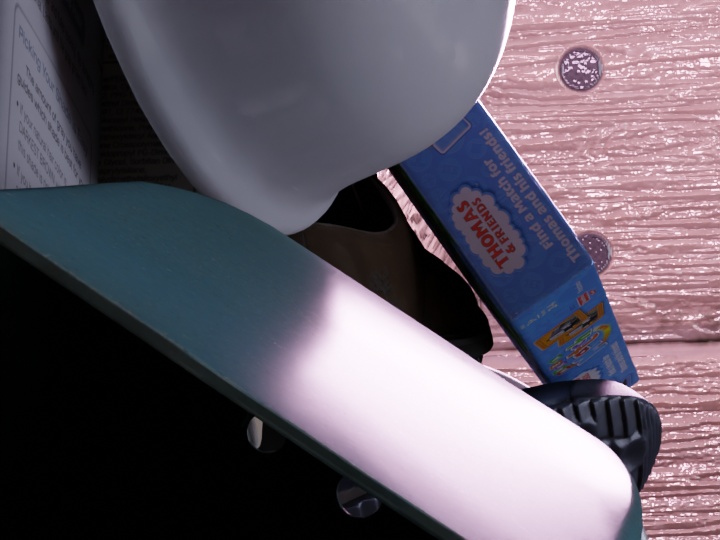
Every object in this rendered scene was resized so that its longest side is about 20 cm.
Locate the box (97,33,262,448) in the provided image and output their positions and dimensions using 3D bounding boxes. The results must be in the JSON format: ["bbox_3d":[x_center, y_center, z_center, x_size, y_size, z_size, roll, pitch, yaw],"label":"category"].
[{"bbox_3d":[-0.072,-0.052,0.735,0.078,0.094,0.201,78,12,-54],"label":"box"}]

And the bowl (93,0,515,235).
[{"bbox_3d":[-0.002,-0.116,0.672,0.201,0.090,0.203,-12,90,-72],"label":"bowl"}]

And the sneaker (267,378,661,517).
[{"bbox_3d":[0.006,0.069,0.867,0.082,0.199,0.071,41,-42,47],"label":"sneaker"}]

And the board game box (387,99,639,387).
[{"bbox_3d":[0.035,-0.031,0.894,0.152,0.036,0.200,55,2,17],"label":"board game box"}]

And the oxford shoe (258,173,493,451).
[{"bbox_3d":[0.000,0.000,0.837,0.200,0.072,0.085,-39,118,-83],"label":"oxford shoe"}]

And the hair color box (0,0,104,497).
[{"bbox_3d":[-0.101,-0.055,0.620,0.099,0.060,0.202,70,20,-68],"label":"hair color box"}]

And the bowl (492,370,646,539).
[{"bbox_3d":[0.021,0.145,1.113,0.090,0.200,0.203,-23,113,-56],"label":"bowl"}]

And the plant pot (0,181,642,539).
[{"bbox_3d":[-0.024,0.068,0.543,0.142,0.141,0.200,-60,170,15],"label":"plant pot"}]
